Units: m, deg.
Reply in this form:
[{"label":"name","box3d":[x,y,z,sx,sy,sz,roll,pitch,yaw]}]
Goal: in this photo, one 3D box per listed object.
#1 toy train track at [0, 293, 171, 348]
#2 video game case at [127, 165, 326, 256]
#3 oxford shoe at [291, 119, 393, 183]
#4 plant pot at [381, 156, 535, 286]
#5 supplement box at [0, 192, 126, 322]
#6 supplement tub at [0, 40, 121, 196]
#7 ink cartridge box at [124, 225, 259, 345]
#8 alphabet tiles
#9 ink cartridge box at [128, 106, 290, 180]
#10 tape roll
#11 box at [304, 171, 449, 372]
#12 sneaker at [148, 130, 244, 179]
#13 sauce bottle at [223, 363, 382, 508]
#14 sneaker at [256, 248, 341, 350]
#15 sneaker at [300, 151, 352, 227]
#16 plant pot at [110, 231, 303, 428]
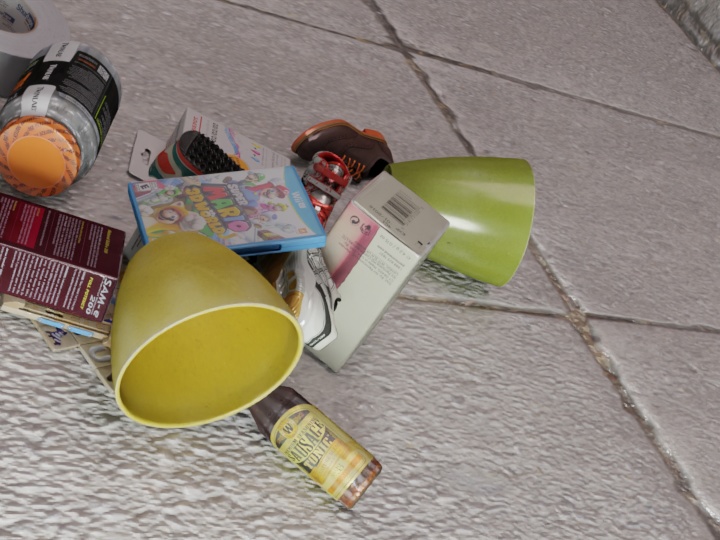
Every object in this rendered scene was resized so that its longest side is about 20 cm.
[{"label":"toy train track","box3d":[-0.282,0.051,1.454,0.199,0.033,0.115,19,35,-26]},{"label":"video game case","box3d":[-0.152,-0.064,1.543,0.198,0.018,0.144,-7,40,-17]},{"label":"oxford shoe","box3d":[-0.018,-0.172,2.017,0.199,0.071,0.073,-1,51,-47]},{"label":"plant pot","box3d":[0.124,-0.086,1.966,0.198,0.188,0.188,10,36,-13]},{"label":"supplement box","box3d":[-0.352,-0.023,1.432,0.198,0.061,0.109,18,26,-13]},{"label":"supplement tub","box3d":[-0.359,-0.178,1.617,0.122,0.123,0.201,28,30,-14]},{"label":"ink cartridge box","box3d":[-0.160,0.017,1.591,0.146,0.083,0.200,-6,51,-49]},{"label":"alphabet tiles","box3d":[-0.286,0.051,1.490,0.167,0.008,0.200,-9,53,-52]},{"label":"ink cartridge box","box3d":[-0.194,-0.136,1.783,0.199,0.068,0.116,26,31,-18]},{"label":"tape roll","box3d":[-0.472,-0.310,1.740,0.199,0.066,0.201,26,31,-17]},{"label":"box","box3d":[0.000,0.000,1.663,0.109,0.201,0.128,38,29,3]},{"label":"sneaker","box3d":[-0.182,-0.086,1.717,0.200,0.093,0.071,45,39,-27]},{"label":"sauce bottle","box3d":[-0.069,0.174,1.491,0.199,0.066,0.066,38,30,6]},{"label":"sneaker","box3d":[-0.065,0.014,1.559,0.088,0.075,0.201,40,29,-29]},{"label":"sneaker","box3d":[-0.065,-0.082,1.802,0.067,0.108,0.202,30,31,-11]},{"label":"plant pot","box3d":[-0.174,0.046,1.410,0.199,0.200,0.143,8,45,-40]}]
